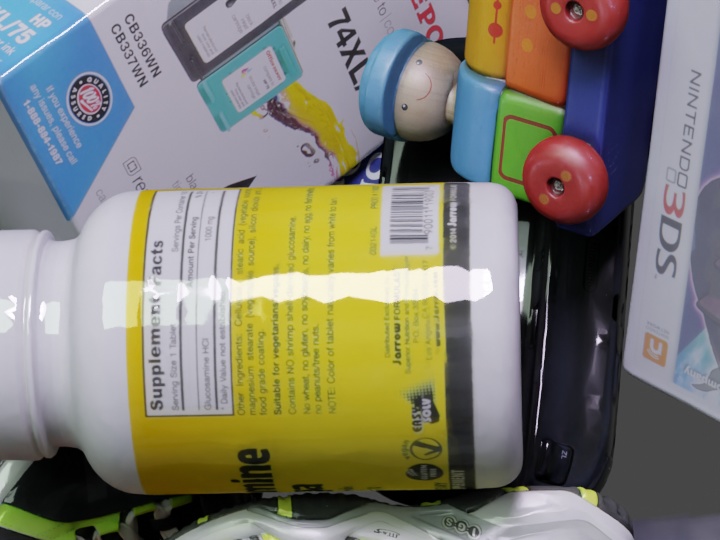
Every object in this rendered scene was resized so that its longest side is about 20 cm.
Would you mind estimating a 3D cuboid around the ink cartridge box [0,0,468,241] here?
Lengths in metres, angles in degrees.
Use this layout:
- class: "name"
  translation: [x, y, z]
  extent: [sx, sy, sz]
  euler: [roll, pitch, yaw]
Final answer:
- class: "ink cartridge box"
  translation: [-0.080, -0.109, 1.131]
  extent: [0.200, 0.147, 0.146]
  euler: [-39, 41, -16]

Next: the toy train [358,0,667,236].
- class: "toy train"
  translation: [0.062, -0.122, 1.006]
  extent: [0.115, 0.201, 0.085]
  euler: [18, 31, 25]

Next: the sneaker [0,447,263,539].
- class: "sneaker"
  translation: [-0.080, 0.079, 1.057]
  extent: [0.083, 0.072, 0.200]
  euler: [35, 71, 25]

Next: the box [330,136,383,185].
- class: "box"
  translation: [0.000, 0.000, 1.135]
  extent: [0.199, 0.032, 0.122]
  euler: [8, 67, 32]

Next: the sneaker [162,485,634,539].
- class: "sneaker"
  translation: [0.005, 0.129, 1.005]
  extent: [0.199, 0.075, 0.077]
  euler: [-7, 63, 7]

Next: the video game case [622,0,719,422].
- class: "video game case"
  translation: [0.182, -0.005, 0.960]
  extent: [0.023, 0.183, 0.200]
  euler: [-22, 37, -40]

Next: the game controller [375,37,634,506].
- class: "game controller"
  translation: [0.055, -0.001, 1.076]
  extent: [0.104, 0.042, 0.201]
  euler: [2, 69, 13]

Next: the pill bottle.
- class: "pill bottle"
  translation: [-0.040, 0.026, 0.990]
  extent: [0.199, 0.113, 0.113]
  euler: [-1, 60, 4]

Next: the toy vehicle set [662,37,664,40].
- class: "toy vehicle set"
  translation: [0.172, -0.128, 1.080]
  extent: [0.124, 0.027, 0.201]
  euler: [-16, 52, -13]
